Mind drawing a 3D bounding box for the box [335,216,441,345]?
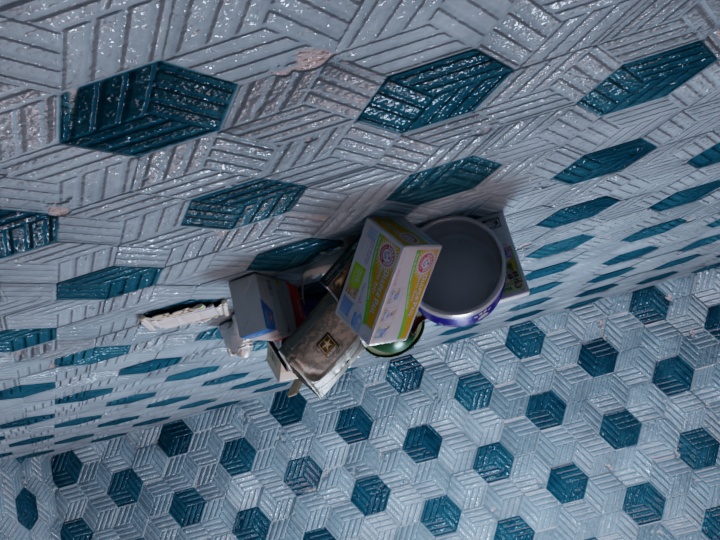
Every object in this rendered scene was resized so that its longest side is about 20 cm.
[{"bbox_3d":[0.048,0.018,1.318,0.100,0.112,0.203,-3,120,-42],"label":"box"}]

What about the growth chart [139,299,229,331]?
[{"bbox_3d":[-0.380,0.099,1.596,0.196,0.018,0.145,-11,165,-16],"label":"growth chart"}]

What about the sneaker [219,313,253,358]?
[{"bbox_3d":[-0.276,0.156,1.758,0.077,0.101,0.200,-7,165,-29],"label":"sneaker"}]

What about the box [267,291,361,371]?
[{"bbox_3d":[-0.108,0.138,1.712,0.197,0.148,0.106,-9,124,-28],"label":"box"}]

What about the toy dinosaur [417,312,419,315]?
[{"bbox_3d":[0.063,0.048,1.744,0.060,0.108,0.199,-22,-142,-36],"label":"toy dinosaur"}]

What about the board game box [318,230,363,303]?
[{"bbox_3d":[0.012,0.024,1.402,0.136,0.028,0.200,-48,142,-7],"label":"board game box"}]

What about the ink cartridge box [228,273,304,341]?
[{"bbox_3d":[-0.188,0.082,1.520,0.066,0.118,0.200,-19,166,17],"label":"ink cartridge box"}]

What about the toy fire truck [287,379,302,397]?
[{"bbox_3d":[-0.143,0.214,1.917,0.126,0.204,0.176,-8,165,-28],"label":"toy fire truck"}]

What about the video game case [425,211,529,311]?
[{"bbox_3d":[0.216,-0.009,1.457,0.196,0.185,0.022,-16,154,4],"label":"video game case"}]

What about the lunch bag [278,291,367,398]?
[{"bbox_3d":[-0.080,0.153,1.519,0.164,0.117,0.201,-47,156,-13],"label":"lunch bag"}]

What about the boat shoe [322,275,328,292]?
[{"bbox_3d":[0.000,0.000,1.518,0.198,0.061,0.073,-29,167,37],"label":"boat shoe"}]

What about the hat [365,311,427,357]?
[{"bbox_3d":[0.089,0.159,1.613,0.163,0.177,0.203,-22,122,-4],"label":"hat"}]

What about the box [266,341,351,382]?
[{"bbox_3d":[-0.123,0.200,1.787,0.197,0.095,0.079,-9,124,-28],"label":"box"}]

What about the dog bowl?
[{"bbox_3d":[0.181,0.003,1.401,0.196,0.204,0.079,-16,156,5],"label":"dog bowl"}]

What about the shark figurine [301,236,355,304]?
[{"bbox_3d":[-0.049,0.003,1.429,0.211,0.091,0.128,-22,164,19],"label":"shark figurine"}]
